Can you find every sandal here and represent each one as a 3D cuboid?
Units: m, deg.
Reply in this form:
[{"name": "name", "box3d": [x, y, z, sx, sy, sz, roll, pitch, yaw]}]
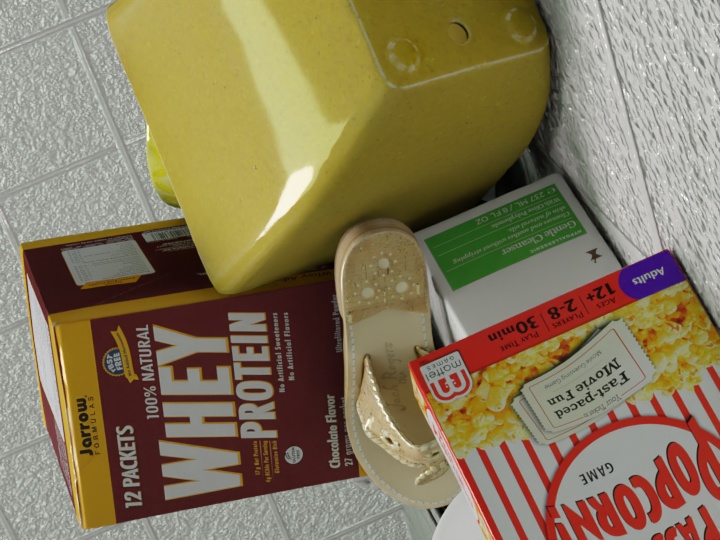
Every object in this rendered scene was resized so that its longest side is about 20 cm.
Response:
[{"name": "sandal", "box3d": [0.029, 0.076, 1.050, 0.070, 0.077, 0.213, -112, 8, -59]}]

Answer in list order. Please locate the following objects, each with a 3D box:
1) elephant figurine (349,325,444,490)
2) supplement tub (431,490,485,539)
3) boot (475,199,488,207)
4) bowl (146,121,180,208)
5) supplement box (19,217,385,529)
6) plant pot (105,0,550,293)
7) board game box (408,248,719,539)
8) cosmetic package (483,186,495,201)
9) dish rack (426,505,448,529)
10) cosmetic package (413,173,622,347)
[{"name": "elephant figurine", "box3d": [0.017, 0.057, 1.384, 0.155, 0.141, 0.201, 131, 149, -52]}, {"name": "supplement tub", "box3d": [0.137, 0.215, 1.110, 0.200, 0.144, 0.145, 50, -171, -46]}, {"name": "boot", "box3d": [0.086, 0.068, 1.205, 0.158, 0.079, 0.212, 96, 154, -44]}, {"name": "bowl", "box3d": [-0.053, -0.124, 1.213, 0.200, 0.107, 0.201, 17, -90, -76]}, {"name": "supplement box", "box3d": [-0.108, 0.054, 1.167, 0.200, 0.196, 0.134, -136, 39, -68]}, {"name": "plant pot", "box3d": [0.000, -0.129, 1.037, 0.200, 0.195, 0.195, -36, 75, 57]}, {"name": "board game box", "box3d": [0.132, 0.107, 0.890, 0.046, 0.151, 0.201, 76, 169, -62]}, {"name": "cosmetic package", "box3d": [0.057, -0.076, 1.413, 0.200, 0.051, 0.151, 79, 165, -62]}, {"name": "dish rack", "box3d": [0.129, 0.207, 1.301, 0.199, 0.055, 0.154, 19, -160, -28]}, {"name": "cosmetic package", "box3d": [0.117, 0.051, 1.048, 0.085, 0.107, 0.200, 74, 170, -48]}]
